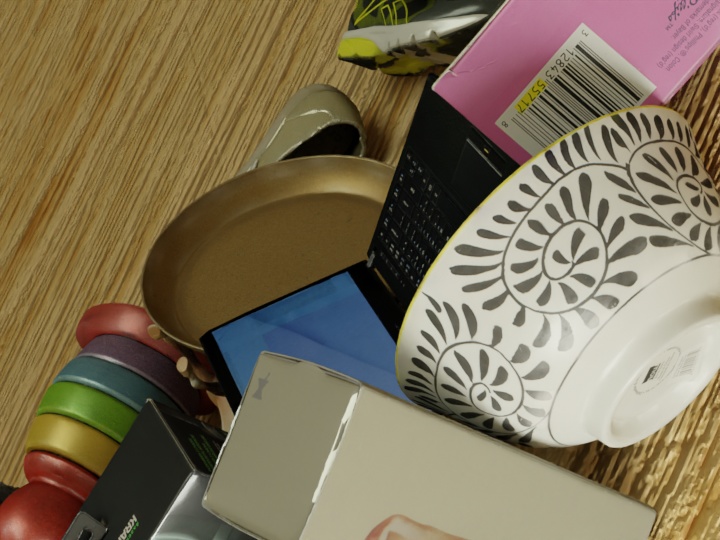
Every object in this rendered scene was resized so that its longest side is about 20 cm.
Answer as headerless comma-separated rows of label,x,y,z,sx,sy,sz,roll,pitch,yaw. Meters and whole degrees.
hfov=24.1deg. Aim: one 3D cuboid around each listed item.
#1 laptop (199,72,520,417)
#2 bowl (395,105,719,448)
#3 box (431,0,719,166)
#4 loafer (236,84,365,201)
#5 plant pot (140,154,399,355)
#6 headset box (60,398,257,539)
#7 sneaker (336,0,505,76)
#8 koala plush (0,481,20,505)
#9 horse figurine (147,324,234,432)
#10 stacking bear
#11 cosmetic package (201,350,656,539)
laptop,0.000,0.000,0.960,0.177,0.103,0.200,55,131,57
bowl,0.123,0.026,0.841,0.201,0.201,0.094,-52,60,17
box,0.145,-0.150,0.911,0.176,0.097,0.200,-49,2,21
loafer,-0.061,-0.044,1.225,0.200,0.076,0.068,-62,24,-1
plant pot,-0.046,-0.005,1.109,0.199,0.028,0.200,-11,39,9
headset box,-0.084,0.193,0.969,0.174,0.200,0.093,-58,31,8
sneaker,0.046,-0.186,1.175,0.200,0.074,0.085,3,85,57
koala plush,-0.288,0.275,1.260,0.200,0.183,0.178,-57,29,33
horse figurine,-0.078,0.115,1.119,0.050,0.132,0.200,-30,55,22
stacking bear,-0.189,0.133,1.187,0.200,0.121,0.114,-61,5,-26
cosmetic package,0.036,0.119,0.844,0.103,0.200,0.087,13,79,59
